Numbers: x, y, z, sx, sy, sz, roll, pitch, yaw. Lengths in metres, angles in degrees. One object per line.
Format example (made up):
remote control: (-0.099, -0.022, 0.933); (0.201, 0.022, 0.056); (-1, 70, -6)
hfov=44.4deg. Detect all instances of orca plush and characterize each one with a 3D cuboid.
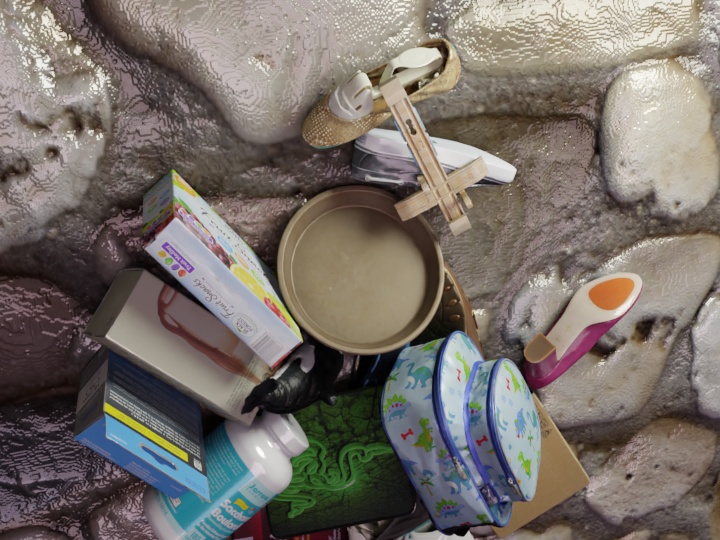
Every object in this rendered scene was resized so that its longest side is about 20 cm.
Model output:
orca plush: (-0.056, 0.127, 1.021); (0.070, 0.200, 0.107); (23, 95, 17)

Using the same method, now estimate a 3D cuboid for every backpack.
backpack: (0.124, 0.179, 1.039); (0.145, 0.184, 0.202); (-21, 113, 29)

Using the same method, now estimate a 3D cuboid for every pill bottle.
pill bottle: (-0.158, 0.248, 1.067); (0.199, 0.111, 0.111); (-40, 117, 2)

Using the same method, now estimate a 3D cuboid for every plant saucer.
plant saucer: (0.000, 0.000, 1.020); (0.195, 0.030, 0.205); (3, 72, -10)

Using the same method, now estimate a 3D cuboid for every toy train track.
toy train track: (0.075, -0.118, 0.968); (0.113, 0.033, 0.202); (-28, 118, 6)

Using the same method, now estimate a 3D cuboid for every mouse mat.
mouse mat: (-0.036, 0.239, 1.101); (0.196, 0.008, 0.165); (-14, 82, 14)

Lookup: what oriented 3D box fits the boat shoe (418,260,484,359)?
boat shoe: (0.111, 0.064, 1.118); (0.071, 0.068, 0.203); (-10, 122, 21)

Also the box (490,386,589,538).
box: (0.219, 0.279, 1.258); (0.162, 0.021, 0.201); (-33, 119, 6)

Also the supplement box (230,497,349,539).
supplement box: (-0.077, 0.324, 1.177); (0.195, 0.061, 0.111); (-8, 115, -11)

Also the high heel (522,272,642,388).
high heel: (0.299, 0.081, 1.195); (0.198, 0.068, 0.097); (-32, 147, -5)

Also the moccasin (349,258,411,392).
moccasin: (0.022, 0.081, 1.089); (0.067, 0.081, 0.204); (-2, 113, -17)

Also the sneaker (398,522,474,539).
sneaker: (0.062, 0.409, 1.257); (0.198, 0.075, 0.089); (-35, 105, -6)

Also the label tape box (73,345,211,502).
label tape box: (-0.245, 0.182, 0.988); (0.063, 0.201, 0.144); (-45, 117, 10)

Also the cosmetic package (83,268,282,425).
cosmetic package: (-0.201, 0.087, 1.006); (0.199, 0.103, 0.088); (37, 72, -27)

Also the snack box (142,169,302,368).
snack box: (-0.153, -0.003, 0.968); (0.053, 0.143, 0.200); (-39, 118, 6)

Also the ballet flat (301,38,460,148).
ballet flat: (0.021, -0.203, 0.970); (0.197, 0.071, 0.066); (-30, 157, -9)

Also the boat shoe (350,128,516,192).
boat shoe: (0.084, -0.115, 1.028); (0.196, 0.072, 0.069); (8, 111, -18)

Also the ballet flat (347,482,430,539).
ballet flat: (0.029, 0.326, 1.136); (0.068, 0.068, 0.200); (41, 113, -2)
